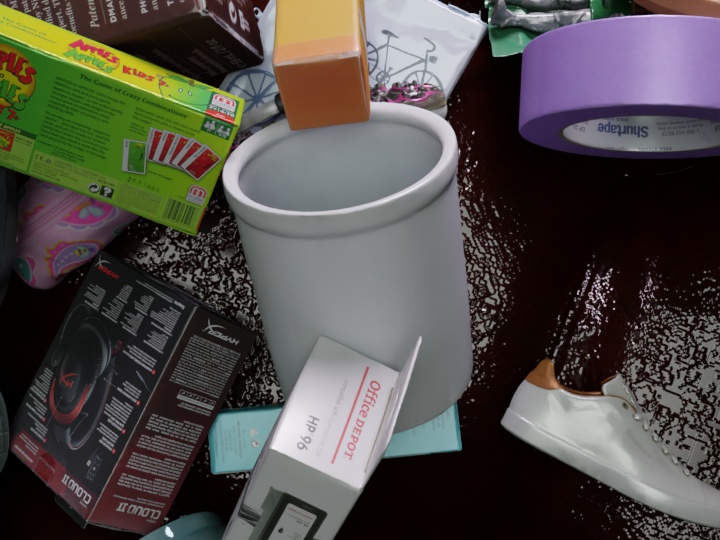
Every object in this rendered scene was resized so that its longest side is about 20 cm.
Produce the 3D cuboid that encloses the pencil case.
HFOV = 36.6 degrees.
[{"bbox_3d":[-0.214,-0.071,0.896,0.200,0.087,0.088,-36,84,17],"label":"pencil case"}]

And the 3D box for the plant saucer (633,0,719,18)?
[{"bbox_3d":[0.288,-0.222,0.859,0.200,0.200,0.032,13,121,4],"label":"plant saucer"}]

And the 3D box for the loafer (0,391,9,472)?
[{"bbox_3d":[-0.333,0.171,0.889,0.072,0.063,0.201,1,107,-31],"label":"loafer"}]

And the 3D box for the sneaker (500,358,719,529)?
[{"bbox_3d":[0.220,0.137,0.881,0.200,0.073,0.085,27,90,6],"label":"sneaker"}]

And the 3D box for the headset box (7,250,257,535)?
[{"bbox_3d":[-0.193,0.104,0.873,0.148,0.075,0.201,24,86,43],"label":"headset box"}]

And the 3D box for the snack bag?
[{"bbox_3d":[-0.016,-0.171,0.943,0.188,0.021,0.200,29,91,6],"label":"snack bag"}]

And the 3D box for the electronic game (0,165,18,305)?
[{"bbox_3d":[-0.325,-0.036,0.884,0.042,0.200,0.201,2,84,-37],"label":"electronic game"}]

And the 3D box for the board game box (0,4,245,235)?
[{"bbox_3d":[-0.197,-0.110,0.799,0.199,0.048,0.102,20,120,-12],"label":"board game box"}]

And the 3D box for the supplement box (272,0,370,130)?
[{"bbox_3d":[-0.029,-0.199,0.849,0.066,0.069,0.200,-7,49,6],"label":"supplement box"}]

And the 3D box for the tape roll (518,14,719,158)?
[{"bbox_3d":[0.223,-0.135,0.838,0.199,0.200,0.066,4,85,4],"label":"tape roll"}]

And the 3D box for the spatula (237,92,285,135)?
[{"bbox_3d":[-0.083,-0.132,0.924,0.199,0.021,0.057,-24,87,8],"label":"spatula"}]

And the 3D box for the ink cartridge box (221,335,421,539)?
[{"bbox_3d":[-0.033,0.130,0.748,0.068,0.116,0.200,25,129,-2],"label":"ink cartridge box"}]

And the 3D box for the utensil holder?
[{"bbox_3d":[0.000,0.000,0.820,0.169,0.170,0.201,-9,122,3],"label":"utensil holder"}]

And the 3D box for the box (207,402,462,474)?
[{"bbox_3d":[-0.019,0.130,0.892,0.199,0.082,0.049,-6,86,3],"label":"box"}]

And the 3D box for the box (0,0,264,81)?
[{"bbox_3d":[-0.205,-0.235,0.879,0.199,0.166,0.165,-14,85,10],"label":"box"}]

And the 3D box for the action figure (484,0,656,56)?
[{"bbox_3d":[0.208,-0.212,0.910,0.199,0.055,0.118,6,52,-4],"label":"action figure"}]

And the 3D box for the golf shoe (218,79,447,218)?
[{"bbox_3d":[-0.018,-0.093,0.903,0.199,0.073,0.092,-21,114,3],"label":"golf shoe"}]

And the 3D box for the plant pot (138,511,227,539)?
[{"bbox_3d":[-0.130,0.275,0.843,0.200,0.200,0.134,-37,68,0],"label":"plant pot"}]
